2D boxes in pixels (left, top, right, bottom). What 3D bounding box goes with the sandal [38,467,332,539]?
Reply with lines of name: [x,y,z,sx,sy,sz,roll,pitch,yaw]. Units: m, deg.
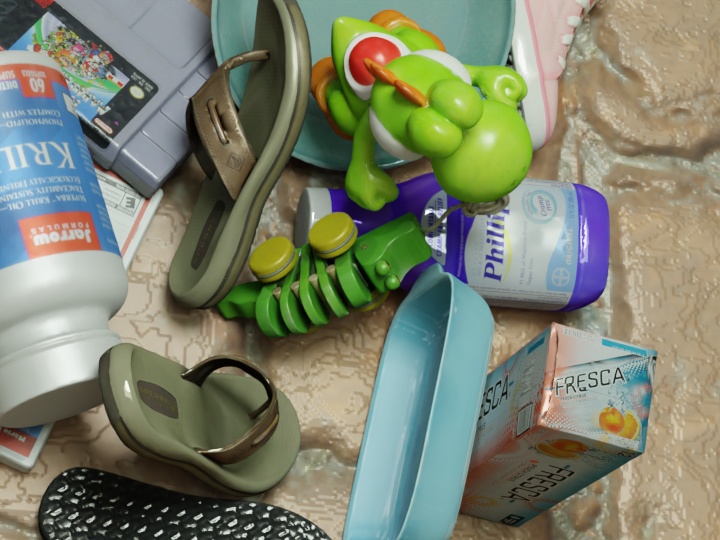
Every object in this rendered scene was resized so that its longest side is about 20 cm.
sandal: [-0.095,0.170,1.282,0.199,0.045,0.075,18,61,7]

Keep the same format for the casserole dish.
casserole dish: [0.037,0.095,1.297,0.039,0.121,0.201,17,70,-16]

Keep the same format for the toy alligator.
toy alligator: [0.000,0.000,1.305,0.199,0.059,0.054,-21,36,16]

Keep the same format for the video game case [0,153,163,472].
video game case: [-0.223,0.005,1.312,0.142,0.017,0.201,26,66,-6]

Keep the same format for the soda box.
soda box: [0.103,0.095,1.273,0.068,0.200,0.064,16,68,-13]

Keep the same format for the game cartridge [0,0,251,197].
game cartridge: [-0.172,-0.151,1.364,0.200,0.038,0.130,39,52,0]

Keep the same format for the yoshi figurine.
yoshi figurine: [0.042,-0.089,1.281,0.111,0.200,0.113,-1,106,-15]

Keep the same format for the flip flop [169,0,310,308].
flip flop: [-0.083,-0.076,1.306,0.057,0.081,0.201,18,100,-23]

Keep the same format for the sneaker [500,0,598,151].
sneaker: [0.134,-0.177,1.446,0.104,0.075,0.202,-3,68,-12]

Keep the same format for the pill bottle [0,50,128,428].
pill bottle: [-0.199,-0.017,1.255,0.112,0.112,0.201,-15,75,-20]

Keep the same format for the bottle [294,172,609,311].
bottle: [0.059,-0.021,1.374,0.198,0.065,0.084,5,78,-14]

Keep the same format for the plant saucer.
plant saucer: [0.000,-0.165,1.374,0.198,0.036,0.202,-4,107,-13]

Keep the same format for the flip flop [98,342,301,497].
flip flop: [-0.081,0.078,1.246,0.057,0.200,0.082,-28,65,17]
